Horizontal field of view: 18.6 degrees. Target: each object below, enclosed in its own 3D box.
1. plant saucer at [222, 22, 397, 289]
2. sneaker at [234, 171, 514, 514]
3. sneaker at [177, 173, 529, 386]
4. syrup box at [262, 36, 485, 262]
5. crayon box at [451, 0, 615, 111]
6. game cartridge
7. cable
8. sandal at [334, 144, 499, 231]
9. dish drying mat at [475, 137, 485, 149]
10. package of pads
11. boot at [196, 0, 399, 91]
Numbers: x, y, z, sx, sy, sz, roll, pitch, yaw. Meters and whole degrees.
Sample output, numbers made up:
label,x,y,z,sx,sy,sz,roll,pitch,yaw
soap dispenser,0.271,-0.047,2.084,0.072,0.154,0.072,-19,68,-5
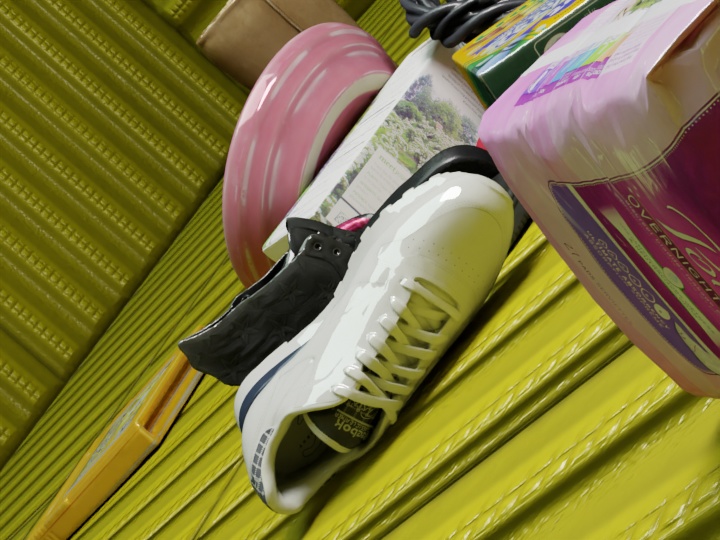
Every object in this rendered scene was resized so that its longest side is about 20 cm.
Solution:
label,x,y,z,sx,sy,sz,roll,pitch,yaw
plant saucer,-0.019,-0.069,1.527,0.200,0.050,0.202,-35,-47,-47
sneaker,0.013,0.040,1.119,0.201,0.076,0.081,-52,18,16
sneaker,0.000,0.000,1.205,0.200,0.104,0.060,-50,7,-2
syrup box,0.030,-0.068,1.451,0.201,0.079,0.081,-54,12,-31
crayon box,0.121,-0.135,1.269,0.125,0.052,0.200,-35,8,3
game cartridge,-0.217,0.157,1.990,0.200,0.032,0.177,-44,9,32
cable,0.104,-0.212,1.410,0.199,0.051,0.164,13,66,47
sandal,0.006,-0.004,1.278,0.200,0.075,0.045,-43,39,17
dish drying mat,0.109,-0.090,1.322,0.077,0.018,0.200,-39,8,1
package of pads,0.109,-0.022,0.608,0.076,0.121,0.200,-44,6,-8
boot,0.004,-0.174,1.678,0.176,0.200,0.066,-50,8,-7
